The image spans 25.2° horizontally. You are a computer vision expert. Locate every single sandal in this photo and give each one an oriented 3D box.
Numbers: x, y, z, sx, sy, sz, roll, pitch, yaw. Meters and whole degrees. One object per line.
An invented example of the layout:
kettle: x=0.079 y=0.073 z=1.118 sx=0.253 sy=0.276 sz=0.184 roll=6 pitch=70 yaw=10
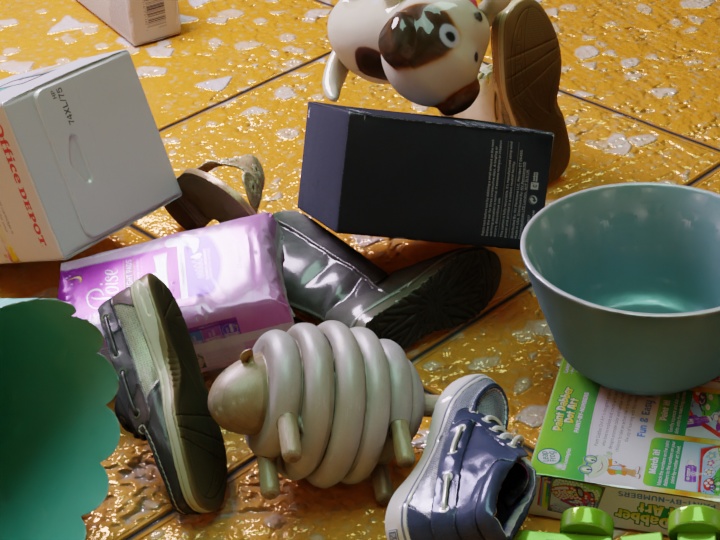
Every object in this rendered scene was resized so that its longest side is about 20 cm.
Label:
sandal: x=-0.123 y=-0.081 z=1.483 sx=0.070 sy=0.078 sz=0.211 roll=-45 pitch=16 yaw=-18

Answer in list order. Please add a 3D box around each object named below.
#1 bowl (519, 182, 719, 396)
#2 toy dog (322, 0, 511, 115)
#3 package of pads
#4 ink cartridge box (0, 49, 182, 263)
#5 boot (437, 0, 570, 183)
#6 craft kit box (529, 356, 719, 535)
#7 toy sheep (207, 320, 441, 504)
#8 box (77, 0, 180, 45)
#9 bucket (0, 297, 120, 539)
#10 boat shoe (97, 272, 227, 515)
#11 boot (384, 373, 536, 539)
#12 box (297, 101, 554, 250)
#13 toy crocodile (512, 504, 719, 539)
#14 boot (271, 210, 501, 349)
bowl: x=0.224 y=0.023 z=1.258 sx=0.199 sy=0.106 sz=0.201 roll=-2 pitch=33 yaw=1
toy dog: x=0.045 y=-0.223 z=1.474 sx=0.194 sy=0.140 sz=0.200 roll=-39 pitch=31 yaw=0
package of pads: x=-0.155 y=0.028 z=1.356 sx=0.199 sy=0.076 sz=0.121 roll=-13 pitch=41 yaw=2
ink cartridge box: x=-0.295 y=-0.100 z=1.473 sx=0.199 sy=0.147 sz=0.146 roll=-2 pitch=23 yaw=47
boot: x=0.131 y=-0.194 z=1.598 sx=0.073 sy=0.201 sz=0.155 roll=-33 pitch=40 yaw=-19
craft kit box: x=0.241 y=0.123 z=1.235 sx=0.196 sy=0.049 sz=0.200 roll=9 pitch=34 yaw=14
toy sheep: x=-0.019 y=0.103 z=1.215 sx=0.199 sy=0.139 sz=0.138 roll=8 pitch=27 yaw=-23
box: x=-0.298 y=-0.353 z=1.994 sx=0.068 sy=0.083 sz=0.200 roll=-20 pitch=38 yaw=-24
bucket: x=-0.281 y=0.113 z=1.154 sx=0.134 sy=0.208 sz=0.207 roll=5 pitch=32 yaw=27
boat shoe: x=-0.157 y=0.101 z=1.245 sx=0.066 sy=0.072 sz=0.202 roll=-25 pitch=64 yaw=16
boot: x=0.094 y=0.139 z=1.167 sx=0.090 sy=0.073 sz=0.200 roll=-16 pitch=26 yaw=31
box: x=0.051 y=-0.086 z=1.429 sx=0.181 sy=0.105 sz=0.200 roll=6 pitch=7 yaw=-12
toy crocodile: x=0.189 y=0.204 z=1.099 sx=0.199 sy=0.062 sz=0.068 roll=-2 pitch=51 yaw=12
boot: x=0.001 y=-0.002 z=1.441 sx=0.181 sy=0.073 sz=0.200 roll=-22 pitch=30 yaw=-30
